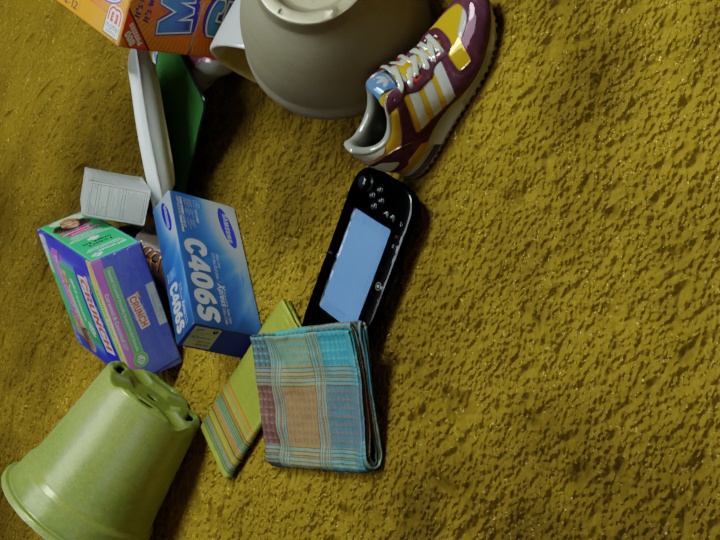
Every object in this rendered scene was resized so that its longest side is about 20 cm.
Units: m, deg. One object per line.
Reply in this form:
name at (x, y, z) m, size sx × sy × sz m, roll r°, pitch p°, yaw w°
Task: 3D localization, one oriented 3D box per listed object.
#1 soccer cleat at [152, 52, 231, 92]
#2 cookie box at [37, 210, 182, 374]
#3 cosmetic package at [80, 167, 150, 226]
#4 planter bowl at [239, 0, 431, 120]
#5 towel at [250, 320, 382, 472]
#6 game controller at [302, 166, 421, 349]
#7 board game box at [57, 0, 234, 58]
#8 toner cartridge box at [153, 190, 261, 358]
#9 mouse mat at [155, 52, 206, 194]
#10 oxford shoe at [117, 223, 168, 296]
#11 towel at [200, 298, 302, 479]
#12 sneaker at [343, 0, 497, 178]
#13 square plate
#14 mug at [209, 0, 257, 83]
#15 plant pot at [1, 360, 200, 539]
soccer cleat at (-0.211, -0.252, 1.835) m, size 0.199 × 0.069 × 0.088 m, roll 24°, pitch 112°, yaw 59°
cookie box at (-0.317, 0.030, 1.795) m, size 0.199 × 0.075 × 0.173 m, roll 23°, pitch 134°, yaw 56°
cosmetic package at (-0.321, -0.097, 1.855) m, size 0.200 × 0.081 × 0.051 m, roll -143°, pitch 65°, yaw -76°
planter bowl at (-0.034, -0.269, 1.420) m, size 0.197 × 0.135 × 0.203 m, roll -3°, pitch 73°, yaw 9°
towel at (-0.050, 0.131, 1.453) m, size 0.199 × 0.021 × 0.149 m, roll -9°, pitch 88°, yaw 54°
game controller at (0.000, 0.000, 1.440) m, size 0.104 × 0.042 × 0.202 m, roll 39°, pitch 113°, yaw 55°
board game box at (-0.224, -0.379, 1.643) m, size 0.199 × 0.198 × 0.202 m, roll 37°, pitch 116°, yaw 38°
toner cartridge box at (-0.178, 0.003, 1.657) m, size 0.043 × 0.094 × 0.202 m, roll -47°, pitch 44°, yaw 34°
mouse mat at (-0.239, -0.192, 1.822) m, size 0.162 × 0.007 × 0.201 m, roll 62°, pitch 149°, yaw 34°
oxford shoe at (-0.250, -0.006, 1.784) m, size 0.200 × 0.072 × 0.072 m, roll 33°, pitch 105°, yaw 55°
towel at (-0.115, 0.133, 1.589) m, size 0.201 × 0.018 × 0.086 m, roll -57°, pitch 43°, yaw 25°
sneaker at (0.058, -0.185, 1.382) m, size 0.075 × 0.089 × 0.202 m, roll 49°, pitch 119°, yaw 50°
square plate at (-0.262, -0.175, 1.795) m, size 0.200 × 0.028 × 0.201 m, roll 163°, pitch 96°, yaw -79°
mug at (-0.083, -0.288, 1.588) m, size 0.186 × 0.149 × 0.155 m, roll 13°, pitch 81°, yaw 50°
plant pot at (-0.290, 0.217, 1.680) m, size 0.185 × 0.199 × 0.200 m, roll -56°, pitch 37°, yaw 8°
